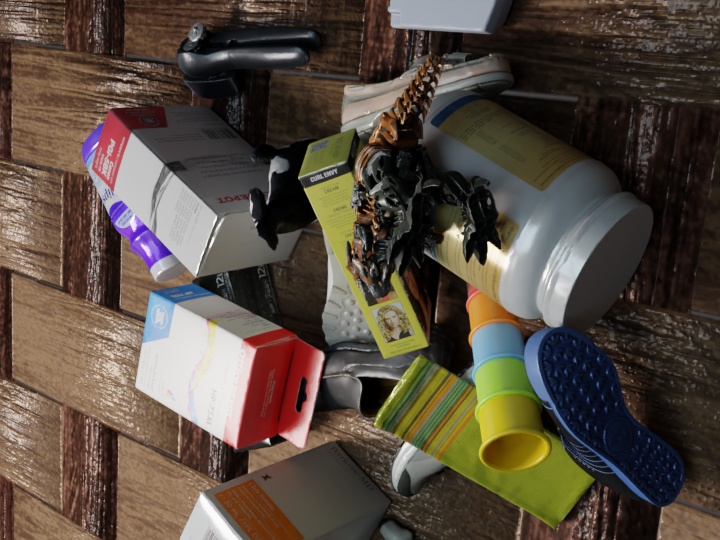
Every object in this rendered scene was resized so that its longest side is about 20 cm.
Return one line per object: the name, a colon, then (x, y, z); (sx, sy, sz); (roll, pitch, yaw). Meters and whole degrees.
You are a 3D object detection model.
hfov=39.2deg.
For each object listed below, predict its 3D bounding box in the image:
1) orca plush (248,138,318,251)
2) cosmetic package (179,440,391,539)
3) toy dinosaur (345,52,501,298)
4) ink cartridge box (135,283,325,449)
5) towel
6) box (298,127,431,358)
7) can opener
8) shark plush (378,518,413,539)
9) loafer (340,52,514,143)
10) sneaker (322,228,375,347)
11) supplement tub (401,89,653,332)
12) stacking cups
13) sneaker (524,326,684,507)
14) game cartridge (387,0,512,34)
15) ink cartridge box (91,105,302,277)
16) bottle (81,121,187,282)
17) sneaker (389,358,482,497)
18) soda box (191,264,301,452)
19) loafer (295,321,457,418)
orca plush: (-0.056, -0.097, 0.985); (0.071, 0.200, 0.105); (-41, 88, 24)
cosmetic package: (-0.073, 0.256, 1.036); (0.101, 0.199, 0.072); (41, 120, 26)
toy dinosaur: (0.030, -0.063, 0.787); (0.136, 0.102, 0.201); (47, 155, 44)
ink cartridge box: (-0.140, 0.104, 1.060); (0.199, 0.067, 0.117); (23, 109, 32)
towel: (0.116, 0.158, 0.919); (0.199, 0.018, 0.086); (31, 117, -3)
box: (0.009, -0.023, 0.923); (0.050, 0.075, 0.201); (-18, 118, 16)
can opener: (-0.124, -0.239, 1.100); (0.199, 0.079, 0.064); (-2, 57, 36)
shark plush: (0.075, 0.325, 1.040); (0.198, 0.091, 0.084); (4, 121, 18)
loafer: (0.053, -0.174, 0.953); (0.199, 0.072, 0.064); (-16, 80, 42)
sneaker: (0.000, 0.000, 1.026); (0.076, 0.081, 0.202); (2, 121, 0)
supplement tub: (0.129, -0.050, 0.858); (0.200, 0.144, 0.146); (36, 118, 29)
stacking cups: (0.117, 0.074, 0.880); (0.061, 0.060, 0.201); (-45, 35, 34)
sneaker: (0.185, 0.121, 0.835); (0.200, 0.070, 0.078); (50, 159, -22)
game cartridge: (0.091, -0.320, 0.918); (0.133, 0.040, 0.202); (16, 107, 40)
ink cartridge box: (-0.172, -0.091, 1.096); (0.200, 0.146, 0.083); (43, 122, 27)
bottle: (-0.269, -0.083, 1.229); (0.083, 0.065, 0.201); (-37, 74, 36)
sneaker: (0.095, 0.160, 0.969); (0.079, 0.074, 0.201); (43, 124, 12)
soda box: (-0.123, 0.096, 1.135); (0.063, 0.070, 0.202); (-17, 86, 40)
loafer: (0.005, 0.113, 1.013); (0.199, 0.073, 0.073); (-26, 37, 37)
